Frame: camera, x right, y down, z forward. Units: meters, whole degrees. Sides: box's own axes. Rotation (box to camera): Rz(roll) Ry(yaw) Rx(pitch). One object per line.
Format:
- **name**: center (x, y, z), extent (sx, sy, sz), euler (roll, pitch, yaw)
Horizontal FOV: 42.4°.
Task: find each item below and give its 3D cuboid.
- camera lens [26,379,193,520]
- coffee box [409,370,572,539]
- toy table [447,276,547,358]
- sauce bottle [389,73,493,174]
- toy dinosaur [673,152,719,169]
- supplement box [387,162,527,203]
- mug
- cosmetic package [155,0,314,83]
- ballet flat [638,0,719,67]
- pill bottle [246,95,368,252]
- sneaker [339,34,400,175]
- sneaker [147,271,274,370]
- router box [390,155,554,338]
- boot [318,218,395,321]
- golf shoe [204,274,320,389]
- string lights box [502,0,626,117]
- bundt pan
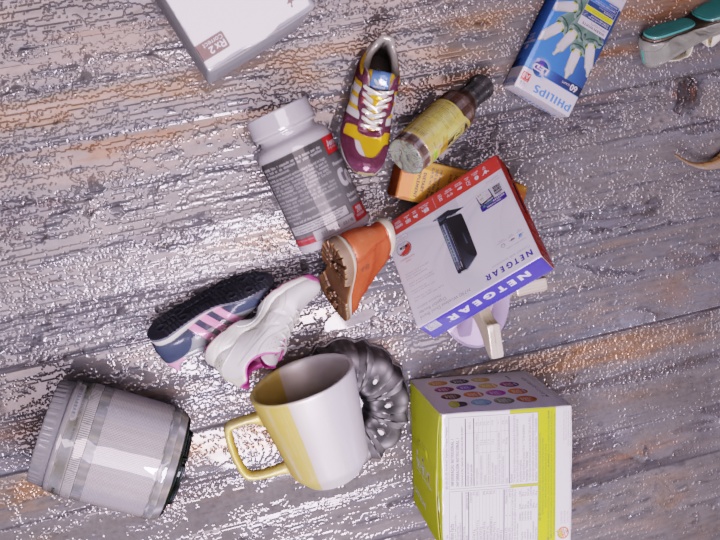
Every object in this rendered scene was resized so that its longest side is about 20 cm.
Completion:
- **camera lens**: center (-0.345, 0.250, 1.301), extent (0.198, 0.160, 0.161), euler (18, 93, -12)
- **coffee box**: center (0.187, 0.276, 1.380), extent (0.196, 0.200, 0.202), euler (-3, 98, -9)
- **toy table**: center (0.175, 0.027, 1.393), extent (0.182, 0.117, 0.202), euler (-23, 101, -7)
- **sauce bottle**: center (0.124, -0.219, 1.351), extent (0.200, 0.065, 0.065), euler (-44, 103, -28)
- **toy dinosaur**: center (0.599, -0.183, 1.485), extent (0.199, 0.060, 0.107), euler (-32, 77, -11)
- **supplement box**: center (0.146, -0.121, 1.396), extent (0.198, 0.069, 0.067), euler (11, 96, -13)
- **mug**: center (-0.075, 0.219, 1.296), extent (0.185, 0.149, 0.155), euler (-10, 109, 26)
- **cosmetic package**: center (-0.179, -0.368, 1.241), extent (0.164, 0.200, 0.166), euler (-33, 101, -5)
- **ballet flat**: center (0.522, -0.371, 1.446), extent (0.198, 0.068, 0.064), euler (-22, 127, -6)
- **pill bottle**: center (-0.077, -0.138, 1.329), extent (0.113, 0.114, 0.201), euler (-26, 101, -6)
- **sneaker**: center (0.015, -0.236, 1.314), extent (0.074, 0.090, 0.202), euler (7, 69, -10)
- **sneaker**: center (-0.209, 0.073, 1.364), extent (0.199, 0.070, 0.083), euler (-27, 126, -9)
- **router box**: center (0.146, -0.033, 1.295), extent (0.199, 0.181, 0.049), euler (-32, 145, 19)
- **boot**: center (0.000, 0.000, 1.336), extent (0.107, 0.201, 0.075), euler (-32, 70, -22)
- **golf shoe**: center (-0.125, 0.089, 1.335), extent (0.200, 0.075, 0.092), euler (-40, 68, -10)
- **string lights box**: center (0.308, -0.344, 1.403), extent (0.102, 0.059, 0.201), euler (26, 92, -13)
- **bundt pan**: center (-0.014, 0.206, 1.400), extent (0.200, 0.076, 0.204), euler (-1, 97, -11)
